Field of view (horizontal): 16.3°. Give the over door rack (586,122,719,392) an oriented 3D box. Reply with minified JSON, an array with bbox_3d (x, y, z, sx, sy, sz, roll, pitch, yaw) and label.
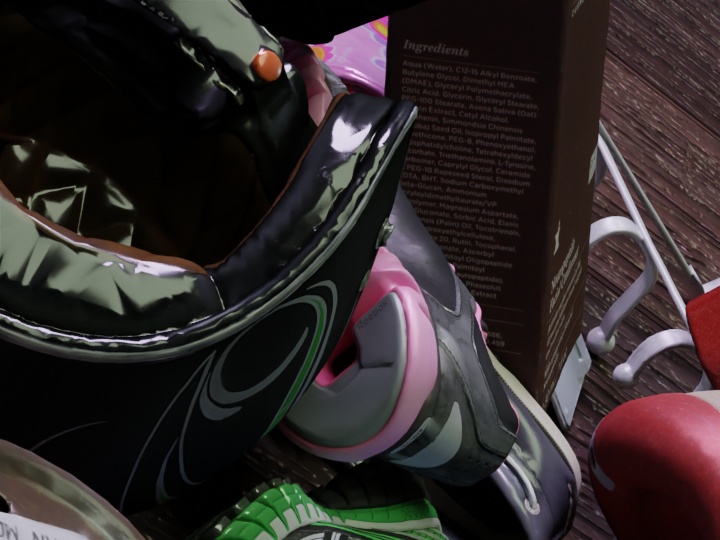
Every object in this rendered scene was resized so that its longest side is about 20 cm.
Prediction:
[{"bbox_3d":[0.146,0.028,1.173,0.200,0.067,0.148,34,28,-48],"label":"over door rack"}]

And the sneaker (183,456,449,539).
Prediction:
[{"bbox_3d":[-0.015,0.114,0.802,0.085,0.078,0.200,54,28,15],"label":"sneaker"}]

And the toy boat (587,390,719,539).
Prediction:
[{"bbox_3d":[0.113,0.144,0.909,0.131,0.131,0.200,-7,69,-8],"label":"toy boat"}]

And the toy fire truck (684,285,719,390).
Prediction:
[{"bbox_3d":[0.217,0.102,1.067,0.200,0.112,0.168,29,39,-46],"label":"toy fire truck"}]

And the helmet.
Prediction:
[{"bbox_3d":[-0.088,-0.019,0.763,0.200,0.191,0.200,5,71,-15],"label":"helmet"}]

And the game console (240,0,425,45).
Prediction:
[{"bbox_3d":[-0.071,-0.163,0.839,0.200,0.176,0.117,18,75,-28],"label":"game console"}]

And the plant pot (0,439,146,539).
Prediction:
[{"bbox_3d":[-0.123,0.126,0.501,0.187,0.200,0.187,33,29,-21],"label":"plant pot"}]

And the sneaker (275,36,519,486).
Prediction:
[{"bbox_3d":[0.000,0.000,0.885,0.095,0.079,0.200,26,30,-39],"label":"sneaker"}]

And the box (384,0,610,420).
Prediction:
[{"bbox_3d":[0.052,-0.047,0.985,0.075,0.200,0.100,8,27,14],"label":"box"}]

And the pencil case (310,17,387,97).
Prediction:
[{"bbox_3d":[0.005,-0.079,1.100,0.087,0.087,0.200,42,28,-6],"label":"pencil case"}]

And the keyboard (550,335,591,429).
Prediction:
[{"bbox_3d":[0.061,-0.030,1.081,0.200,0.011,0.056,69,26,-19],"label":"keyboard"}]

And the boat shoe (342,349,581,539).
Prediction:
[{"bbox_3d":[0.004,0.036,0.945,0.200,0.073,0.063,45,25,-7],"label":"boat shoe"}]
